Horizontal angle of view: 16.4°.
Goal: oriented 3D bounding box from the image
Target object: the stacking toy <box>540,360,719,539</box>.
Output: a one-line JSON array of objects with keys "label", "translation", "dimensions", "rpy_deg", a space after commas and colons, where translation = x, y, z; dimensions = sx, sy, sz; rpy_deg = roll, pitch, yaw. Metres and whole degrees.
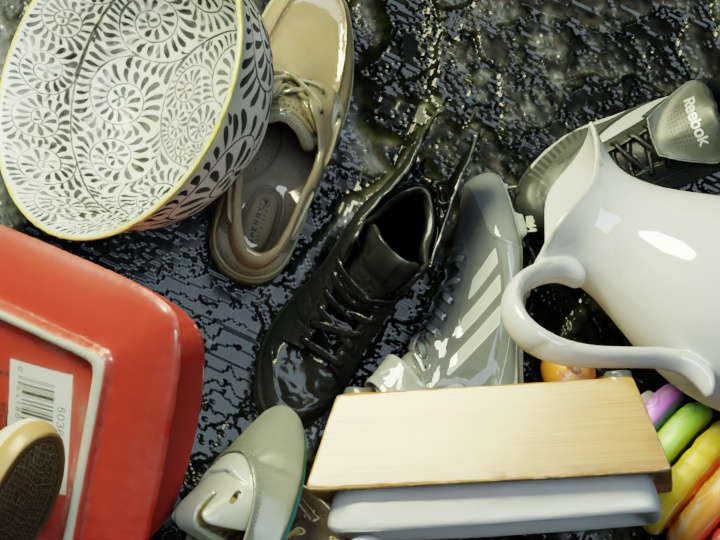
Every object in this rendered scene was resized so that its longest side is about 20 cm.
[{"label": "stacking toy", "translation": [0.190, 0.115, 1.532], "dimensions": [0.200, 0.116, 0.110], "rpy_deg": [41, 77, 13]}]

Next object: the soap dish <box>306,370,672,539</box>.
[{"label": "soap dish", "translation": [0.076, 0.107, 1.418], "dimensions": [0.199, 0.157, 0.082], "rpy_deg": [-3, 81, 7]}]

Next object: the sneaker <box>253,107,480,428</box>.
[{"label": "sneaker", "translation": [0.003, 0.002, 1.502], "dimensions": [0.060, 0.104, 0.200], "rpy_deg": [33, 73, -4]}]

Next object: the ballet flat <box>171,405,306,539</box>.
[{"label": "ballet flat", "translation": [-0.083, 0.164, 1.410], "dimensions": [0.064, 0.067, 0.201], "rpy_deg": [28, 71, -38]}]

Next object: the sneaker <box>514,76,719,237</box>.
[{"label": "sneaker", "translation": [0.189, -0.080, 1.569], "dimensions": [0.199, 0.091, 0.067], "rpy_deg": [-22, 82, -16]}]

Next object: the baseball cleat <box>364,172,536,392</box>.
[{"label": "baseball cleat", "translation": [0.055, 0.037, 1.524], "dimensions": [0.106, 0.070, 0.201], "rpy_deg": [0, 77, -13]}]

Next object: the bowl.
[{"label": "bowl", "translation": [-0.115, -0.103, 1.485], "dimensions": [0.094, 0.200, 0.202], "rpy_deg": [21, 69, -47]}]

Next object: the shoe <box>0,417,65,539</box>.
[{"label": "shoe", "translation": [-0.222, 0.157, 1.348], "dimensions": [0.053, 0.070, 0.200], "rpy_deg": [37, 112, 22]}]

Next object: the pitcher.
[{"label": "pitcher", "translation": [0.188, 0.023, 1.471], "dimensions": [0.199, 0.121, 0.172], "rpy_deg": [29, 50, 2]}]

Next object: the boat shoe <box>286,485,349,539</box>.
[{"label": "boat shoe", "translation": [-0.029, 0.185, 1.455], "dimensions": [0.072, 0.060, 0.200], "rpy_deg": [-34, 69, -3]}]

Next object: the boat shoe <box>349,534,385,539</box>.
[{"label": "boat shoe", "translation": [-0.036, 0.235, 1.384], "dimensions": [0.068, 0.072, 0.201], "rpy_deg": [21, 104, 24]}]

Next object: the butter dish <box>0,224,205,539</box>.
[{"label": "butter dish", "translation": [-0.162, 0.072, 1.426], "dimensions": [0.199, 0.148, 0.201], "rpy_deg": [22, 110, 28]}]

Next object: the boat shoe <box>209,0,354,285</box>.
[{"label": "boat shoe", "translation": [-0.044, -0.091, 1.534], "dimensions": [0.072, 0.065, 0.201], "rpy_deg": [18, 74, -8]}]
